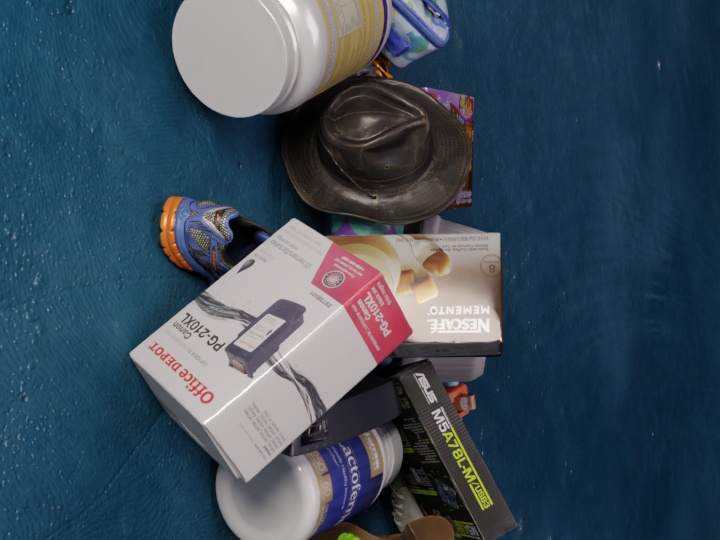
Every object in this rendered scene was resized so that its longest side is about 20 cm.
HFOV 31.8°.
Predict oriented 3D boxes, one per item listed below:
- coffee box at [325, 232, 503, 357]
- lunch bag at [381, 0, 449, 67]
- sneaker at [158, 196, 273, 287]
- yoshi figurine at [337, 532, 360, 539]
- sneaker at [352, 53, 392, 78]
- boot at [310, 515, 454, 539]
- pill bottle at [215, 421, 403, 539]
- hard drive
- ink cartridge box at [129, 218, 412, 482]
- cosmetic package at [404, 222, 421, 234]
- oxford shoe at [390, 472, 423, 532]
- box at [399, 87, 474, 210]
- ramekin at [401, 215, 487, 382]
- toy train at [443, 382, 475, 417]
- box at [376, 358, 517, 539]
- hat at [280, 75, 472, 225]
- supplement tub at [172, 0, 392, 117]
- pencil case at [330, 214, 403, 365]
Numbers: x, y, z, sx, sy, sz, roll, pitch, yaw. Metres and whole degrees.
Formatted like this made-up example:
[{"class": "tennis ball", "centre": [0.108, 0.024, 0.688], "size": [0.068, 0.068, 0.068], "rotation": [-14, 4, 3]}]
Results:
[{"class": "coffee box", "centre": [0.041, 0.027, 1.257], "size": [0.080, 0.200, 0.115], "rotation": [68, 22, -73]}, {"class": "lunch bag", "centre": [0.017, -0.325, 1.369], "size": [0.200, 0.082, 0.161], "rotation": [37, 40, -41]}, {"class": "sneaker", "centre": [-0.108, -0.006, 1.202], "size": [0.200, 0.078, 0.075], "rotation": [37, 58, -53]}, {"class": "yoshi figurine", "centre": [-0.032, 0.303, 1.190], "size": [0.112, 0.200, 0.113], "rotation": [26, 77, -56]}, {"class": "sneaker", "centre": [0.009, -0.198, 1.411], "size": [0.078, 0.077, 0.200], "rotation": [29, 63, -54]}, {"class": "boot", "centre": [-0.003, 0.326, 1.370], "size": [0.155, 0.200, 0.077], "rotation": [108, -36, -53]}, {"class": "pill bottle", "centre": [-0.044, 0.200, 1.269], "size": [0.200, 0.116, 0.116], "rotation": [-13, 100, -59]}, {"class": "hard drive", "centre": [-0.057, 0.125, 1.226], "size": [0.200, 0.135, 0.042], "rotation": [-11, 113, -58]}, {"class": "ink cartridge box", "centre": [-0.080, 0.065, 1.108], "size": [0.200, 0.145, 0.084], "rotation": [-41, 130, -15]}, {"class": "cosmetic package", "centre": [0.033, -0.062, 1.471], "size": [0.083, 0.051, 0.200], "rotation": [38, 57, -59]}, {"class": "oxford shoe", "centre": [0.062, 0.272, 1.504], "size": [0.075, 0.058, 0.200], "rotation": [-113, -175, -72]}, {"class": "box", "centre": [0.088, -0.138, 1.467], "size": [0.200, 0.039, 0.137], "rotation": [-14, 105, -69]}, {"class": "ramekin", "centre": [0.107, 0.038, 1.477], "size": [0.202, 0.094, 0.203], "rotation": [7, 90, -85]}, {"class": "toy train", "centre": [0.118, 0.238, 1.603], "size": [0.150, 0.056, 0.200], "rotation": [-12, 99, -59]}, {"class": "box", "centre": [0.076, 0.195, 1.360], "size": [0.047, 0.200, 0.193], "rotation": [-30, 89, -15]}, {"class": "hat", "centre": [0.018, -0.144, 1.294], "size": [0.081, 0.200, 0.201], "rotation": [97, 10, -60]}, {"class": "supplement tub", "centre": [-0.072, -0.233, 1.206], "size": [0.200, 0.145, 0.146], "rotation": [-40, 123, -53]}, {"class": "pencil case", "centre": [0.000, 0.000, 1.362], "size": [0.085, 0.092, 0.200], "rotation": [2, 97, -28]}]
